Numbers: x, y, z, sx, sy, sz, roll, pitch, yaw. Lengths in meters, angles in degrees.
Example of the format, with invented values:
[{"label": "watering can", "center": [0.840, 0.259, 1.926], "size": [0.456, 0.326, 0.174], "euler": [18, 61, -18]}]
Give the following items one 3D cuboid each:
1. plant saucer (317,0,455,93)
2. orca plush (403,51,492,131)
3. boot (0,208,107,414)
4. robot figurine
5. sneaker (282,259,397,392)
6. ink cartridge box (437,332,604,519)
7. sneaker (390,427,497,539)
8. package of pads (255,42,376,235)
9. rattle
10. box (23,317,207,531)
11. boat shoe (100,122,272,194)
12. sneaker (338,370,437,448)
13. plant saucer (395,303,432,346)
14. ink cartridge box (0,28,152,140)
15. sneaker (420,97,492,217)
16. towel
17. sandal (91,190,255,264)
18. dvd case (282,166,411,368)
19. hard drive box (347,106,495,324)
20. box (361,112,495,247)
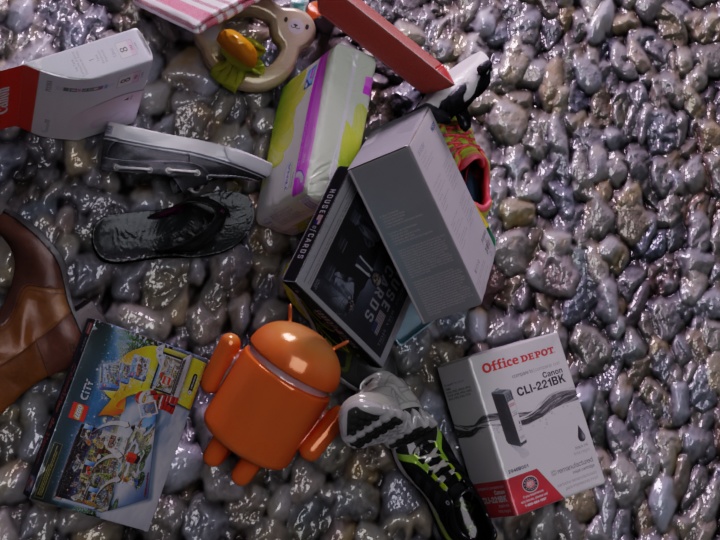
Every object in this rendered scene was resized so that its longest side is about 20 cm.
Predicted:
[{"label": "plant saucer", "center": [0.023, -0.288, 1.377], "size": [0.200, 0.200, 0.037], "euler": [37, 103, -9]}, {"label": "orca plush", "center": [0.128, -0.209, 1.402], "size": [0.071, 0.105, 0.200], "euler": [59, 23, -15]}, {"label": "boot", "center": [-0.402, 0.056, 1.216], "size": [0.200, 0.068, 0.189], "euler": [-36, 104, -19]}, {"label": "robot figurine", "center": [-0.097, 0.143, 1.257], "size": [0.117, 0.144, 0.200], "euler": [27, 97, -47]}, {"label": "sneaker", "center": [-0.021, 0.065, 1.343], "size": [0.074, 0.085, 0.200], "euler": [-39, 93, -24]}, {"label": "ink cartridge box", "center": [0.199, 0.191, 1.395], "size": [0.144, 0.084, 0.200], "euler": [-13, 81, -28]}, {"label": "sneaker", "center": [0.109, 0.254, 1.349], "size": [0.072, 0.083, 0.200], "euler": [-32, 90, -25]}, {"label": "package of pads", "center": [-0.056, -0.152, 1.343], "size": [0.068, 0.154, 0.200], "euler": [19, 71, -24]}, {"label": "rattle", "center": [-0.099, -0.313, 1.378], "size": [0.200, 0.143, 0.130], "euler": [-27, 74, -19]}, {"label": "box", "center": [-0.264, 0.168, 1.220], "size": [0.136, 0.038, 0.200], "euler": [23, 79, -24]}, {"label": "boat shoe", "center": [-0.206, -0.122, 1.323], "size": [0.200, 0.072, 0.068], "euler": [10, 92, -18]}, {"label": "sneaker", "center": [0.019, 0.153, 1.259], "size": [0.075, 0.200, 0.081], "euler": [-29, 71, 13]}, {"label": "plant saucer", "center": [0.016, -0.003, 1.411], "size": [0.070, 0.019, 0.200], "euler": [-35, 92, -25]}, {"label": "ink cartridge box", "center": [-0.337, -0.185, 1.237], "size": [0.200, 0.163, 0.057], "euler": [-28, 84, -25]}, {"label": "sneaker", "center": [0.131, -0.150, 1.452], "size": [0.078, 0.090, 0.200], "euler": [-12, 81, -22]}, {"label": "towel", "center": [-0.161, -0.348, 1.369], "size": [0.200, 0.146, 0.030], "euler": [-33, 131, -23]}, {"label": "sandal", "center": [-0.213, -0.049, 1.314], "size": [0.200, 0.048, 0.076], "euler": [-15, 83, -23]}, {"label": "dvd case", "center": [0.000, 0.000, 1.272], "size": [0.200, 0.025, 0.151], "euler": [47, 60, -45]}, {"label": "hard drive box", "center": [0.076, -0.066, 1.281], "size": [0.200, 0.077, 0.156], "euler": [64, 21, -16]}, {"label": "box", "center": [0.072, -0.084, 1.402], "size": [0.200, 0.117, 0.048], "euler": [56, 21, -2]}]
